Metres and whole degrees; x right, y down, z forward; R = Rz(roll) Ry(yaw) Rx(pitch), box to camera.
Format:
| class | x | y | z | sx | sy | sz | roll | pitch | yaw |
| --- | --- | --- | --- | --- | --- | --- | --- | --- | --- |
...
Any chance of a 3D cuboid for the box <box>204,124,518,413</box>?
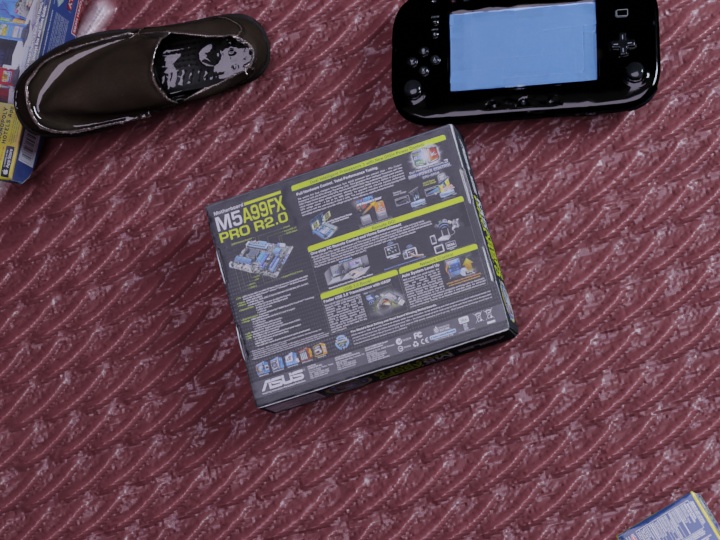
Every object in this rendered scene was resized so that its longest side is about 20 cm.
| class | x | y | z | sx | sy | sz | roll | pitch | yaw |
| --- | --- | --- | --- | --- | --- | --- | --- | --- | --- |
| box | 0.000 | 0.000 | 1.493 | 0.199 | 0.044 | 0.161 | -18 | 77 | 10 |

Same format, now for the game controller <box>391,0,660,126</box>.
| class | x | y | z | sx | sy | sz | roll | pitch | yaw |
| --- | --- | --- | --- | --- | --- | --- | --- | --- | --- |
| game controller | 0.121 | -0.162 | 1.491 | 0.199 | 0.042 | 0.105 | -3 | 80 | 12 |

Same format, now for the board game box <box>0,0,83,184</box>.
| class | x | y | z | sx | sy | sz | roll | pitch | yaw |
| --- | --- | --- | --- | --- | --- | --- | --- | --- | --- |
| board game box | -0.330 | -0.177 | 1.593 | 0.199 | 0.062 | 0.201 | 11 | 84 | 16 |

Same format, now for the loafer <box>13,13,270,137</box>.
| class | x | y | z | sx | sy | sz | roll | pitch | yaw |
| --- | --- | --- | --- | --- | --- | --- | --- | --- | --- |
| loafer | -0.164 | -0.151 | 1.517 | 0.199 | 0.071 | 0.073 | -18 | 97 | -4 |

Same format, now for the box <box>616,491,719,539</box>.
| class | x | y | z | sx | sy | sz | roll | pitch | yaw |
| --- | --- | --- | --- | --- | --- | --- | --- | --- | --- |
| box | 0.254 | 0.253 | 1.376 | 0.064 | 0.070 | 0.201 | -31 | 75 | 8 |
